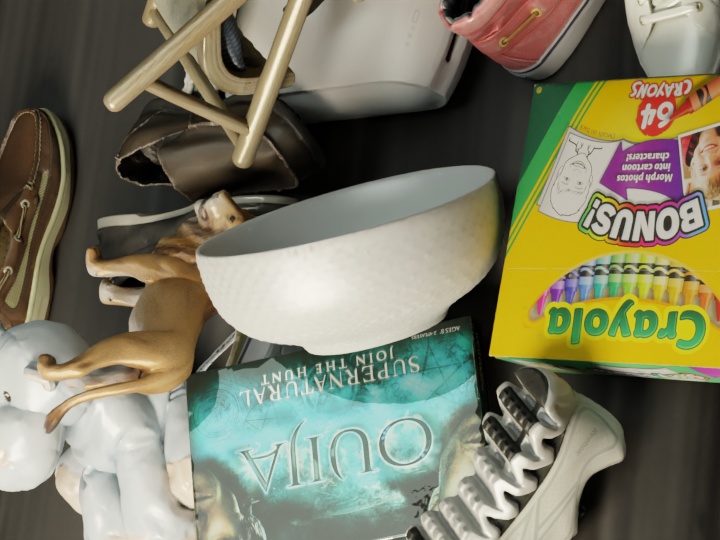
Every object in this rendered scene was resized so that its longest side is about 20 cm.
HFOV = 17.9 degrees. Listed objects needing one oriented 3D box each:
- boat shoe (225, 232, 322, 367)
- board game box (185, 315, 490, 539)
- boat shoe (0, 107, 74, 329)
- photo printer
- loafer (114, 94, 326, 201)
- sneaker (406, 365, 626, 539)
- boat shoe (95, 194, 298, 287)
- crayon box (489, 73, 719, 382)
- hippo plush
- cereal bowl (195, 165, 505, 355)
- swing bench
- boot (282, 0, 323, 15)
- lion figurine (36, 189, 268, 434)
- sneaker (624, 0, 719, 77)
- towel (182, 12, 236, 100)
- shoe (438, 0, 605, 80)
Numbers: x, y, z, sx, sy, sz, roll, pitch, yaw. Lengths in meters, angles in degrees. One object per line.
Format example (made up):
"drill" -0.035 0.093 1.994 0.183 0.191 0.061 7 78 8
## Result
"boat shoe" -0.058 0.071 1.548 0.062 0.072 0.201 -15 55 62
"board game box" -0.013 0.114 1.446 0.199 0.028 0.136 -13 68 17
"boat shoe" -0.276 -0.041 1.791 0.074 0.075 0.204 -17 61 39
"photo printer" 0.003 -0.186 1.585 0.199 0.069 0.168 -2 71 44
"loafer" -0.102 -0.077 1.608 0.199 0.073 0.071 2 45 51
"sneaker" 0.084 0.155 1.350 0.201 0.081 0.075 -57 29 17
"boat shoe" -0.115 -0.018 1.638 0.199 0.067 0.057 -7 84 44
"crayon box" 0.179 -0.024 1.347 0.199 0.058 0.174 1 76 45
"hippo plush" -0.180 0.103 1.573 0.159 0.160 0.201 32 96 47
"cereal bowl" 0.000 0.000 1.444 0.199 0.200 0.084 -7 102 42
"swing bench" -0.099 -0.214 1.488 0.200 0.129 0.199 -53 42 18
"boot" 0.021 -0.270 1.509 0.174 0.069 0.201 -14 49 51
"lion figurine" -0.130 0.033 1.504 0.122 0.073 0.201 2 48 13
"sneaker" 0.176 -0.202 1.392 0.072 0.084 0.202 -13 79 36
"towel" -0.100 -0.218 1.669 0.149 0.030 0.201 124 157 -75
"shoe" 0.130 -0.223 1.461 0.071 0.091 0.201 40 102 46
